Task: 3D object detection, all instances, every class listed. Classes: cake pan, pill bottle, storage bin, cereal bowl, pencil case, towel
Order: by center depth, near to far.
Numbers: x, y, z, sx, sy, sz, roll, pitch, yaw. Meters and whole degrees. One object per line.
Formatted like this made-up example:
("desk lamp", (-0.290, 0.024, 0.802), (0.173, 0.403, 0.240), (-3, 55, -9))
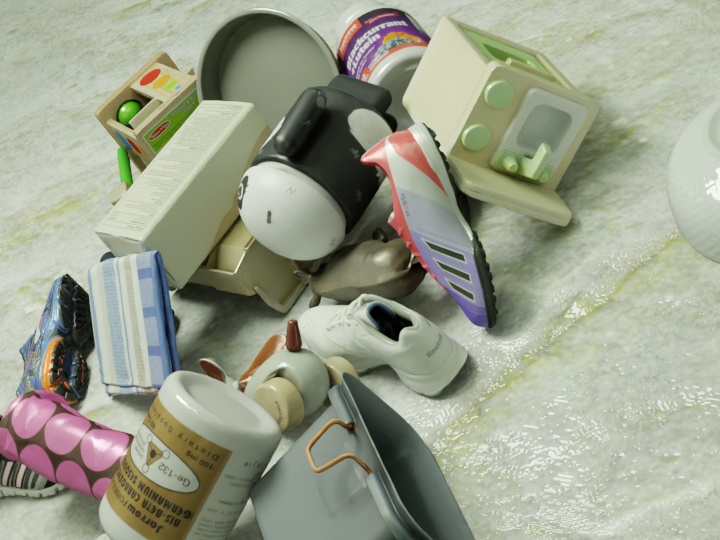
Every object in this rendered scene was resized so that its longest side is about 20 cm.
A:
("storage bin", (-0.009, 0.199, 1.010), (0.134, 0.145, 0.200), (-42, 35, 8))
("cereal bowl", (0.355, -0.101, 1.089), (0.199, 0.083, 0.201), (-23, 38, 19))
("pill bottle", (-0.161, 0.200, 1.095), (0.201, 0.114, 0.114), (-61, 36, 8))
("pencil case", (-0.257, 0.180, 1.224), (0.199, 0.091, 0.093), (19, 16, 31))
("towel", (-0.237, 0.058, 1.313), (0.024, 0.148, 0.200), (-8, -1, -31))
("storage bin", (-0.127, -0.056, 1.416), (0.199, 0.094, 0.199), (9, 55, 43))
("pill bottle", (0.034, -0.243, 1.479), (0.111, 0.112, 0.200), (-33, 36, 3))
("cake pan", (-0.103, -0.216, 1.509), (0.199, 0.202, 0.037), (-11, 14, 30))

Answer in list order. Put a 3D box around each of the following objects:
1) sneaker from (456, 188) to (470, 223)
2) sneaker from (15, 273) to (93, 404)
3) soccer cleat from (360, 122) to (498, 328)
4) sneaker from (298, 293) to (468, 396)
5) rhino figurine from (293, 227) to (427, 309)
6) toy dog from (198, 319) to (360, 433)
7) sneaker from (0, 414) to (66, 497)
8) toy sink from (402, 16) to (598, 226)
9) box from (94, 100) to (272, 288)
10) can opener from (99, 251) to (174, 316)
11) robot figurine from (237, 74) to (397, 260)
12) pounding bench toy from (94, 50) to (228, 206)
("sneaker", (0.079, -0.118, 1.321), (0.075, 0.091, 0.201), (-17, 39, 18))
("sneaker", (-0.360, 0.081, 1.468), (0.078, 0.075, 0.201), (-24, 36, 20))
("soccer cleat", (0.067, -0.033, 1.167), (0.073, 0.201, 0.068), (-22, 0, -2))
("sneaker", (0.011, 0.053, 1.187), (0.199, 0.087, 0.075), (8, 54, 44))
("rhino figurine", (0.000, 0.000, 1.262), (0.087, 0.060, 0.199), (-38, 17, -35))
("toy dog", (-0.098, 0.095, 1.204), (0.199, 0.097, 0.132), (-7, 8, 26))
("sneaker", (-0.370, 0.190, 1.338), (0.199, 0.088, 0.074), (-13, 41, 27))
("toy sink", (0.144, -0.153, 1.240), (0.113, 0.130, 0.200), (-63, 27, 24))
("box", (-0.179, -0.084, 1.343), (0.095, 0.078, 0.200), (12, 58, 45))
("can opener", (-0.270, 0.027, 1.462), (0.078, 0.064, 0.200), (-37, 36, -1))
("robot figurine", (-0.041, -0.105, 1.277), (0.124, 0.150, 0.201), (-8, 43, 56))
("pounding bench toy", (-0.267, -0.163, 1.619), (0.200, 0.124, 0.156), (-46, 37, -13))
